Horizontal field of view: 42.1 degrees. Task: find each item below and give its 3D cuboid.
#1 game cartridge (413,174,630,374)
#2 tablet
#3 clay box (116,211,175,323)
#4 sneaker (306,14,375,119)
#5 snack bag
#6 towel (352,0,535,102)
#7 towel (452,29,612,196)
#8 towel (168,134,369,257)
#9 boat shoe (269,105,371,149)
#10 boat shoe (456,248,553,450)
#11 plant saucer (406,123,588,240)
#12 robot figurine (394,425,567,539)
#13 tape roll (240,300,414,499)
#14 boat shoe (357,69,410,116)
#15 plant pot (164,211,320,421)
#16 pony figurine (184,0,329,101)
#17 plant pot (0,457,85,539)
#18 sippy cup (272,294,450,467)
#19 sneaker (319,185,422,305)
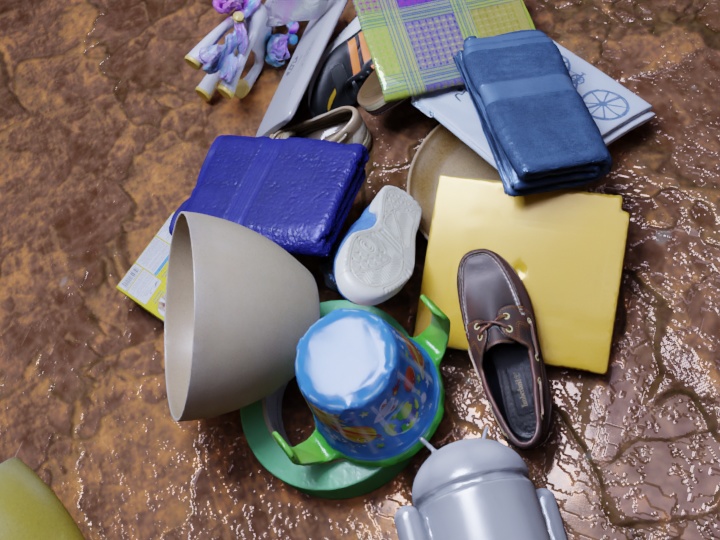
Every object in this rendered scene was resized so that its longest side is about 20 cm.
[{"bbox_3d":[0.163,0.002,0.949,0.198,0.032,0.178,9,87,16],"label":"game cartridge"},{"bbox_3d":[-0.071,-0.252,1.138,0.014,0.130,0.202,29,72,-19],"label":"tablet"},{"bbox_3d":[-0.171,0.027,1.069,0.199,0.048,0.115,31,78,26],"label":"clay box"},{"bbox_3d":[0.017,-0.253,1.125,0.090,0.070,0.201,29,76,29],"label":"sneaker"},{"bbox_3d":[0.184,-0.176,1.014,0.199,0.022,0.189,-31,54,-20],"label":"snack bag"},{"bbox_3d":[0.101,-0.267,1.041,0.198,0.023,0.145,-15,74,-9],"label":"towel"},{"bbox_3d":[0.173,-0.164,0.953,0.110,0.049,0.201,-9,54,-9],"label":"towel"},{"bbox_3d":[-0.097,-0.080,1.021,0.198,0.050,0.149,7,58,27],"label":"towel"},{"bbox_3d":[-0.087,-0.140,1.109,0.198,0.065,0.072,-25,61,5],"label":"boat shoe"},{"bbox_3d":[0.139,0.072,0.897,0.070,0.070,0.202,-21,78,16],"label":"boat shoe"},{"bbox_3d":[0.151,-0.093,1.026,0.198,0.035,0.202,-7,64,15],"label":"plant saucer"},{"bbox_3d":[0.112,0.238,0.840,0.168,0.113,0.202,0,58,-28],"label":"robot figurine"},{"bbox_3d":[-0.026,0.132,0.972,0.198,0.048,0.203,-7,64,14],"label":"tape roll"},{"bbox_3d":[0.088,-0.231,1.090,0.199,0.072,0.072,-39,36,-13],"label":"boat shoe"},{"bbox_3d":[-0.116,0.046,0.927,0.133,0.201,0.202,2,61,-20],"label":"plant pot"},{"bbox_3d":[-0.133,-0.311,1.143,0.166,0.193,0.201,32,80,4],"label":"pony figurine"},{"bbox_3d":[-0.346,0.311,0.930,0.141,0.200,0.201,33,78,1],"label":"plant pot"},{"bbox_3d":[0.002,0.102,0.875,0.138,0.130,0.180,8,69,21],"label":"sippy cup"},{"bbox_3d":[0.001,0.001,0.963,0.076,0.112,0.201,31,33,-8],"label":"sneaker"}]
